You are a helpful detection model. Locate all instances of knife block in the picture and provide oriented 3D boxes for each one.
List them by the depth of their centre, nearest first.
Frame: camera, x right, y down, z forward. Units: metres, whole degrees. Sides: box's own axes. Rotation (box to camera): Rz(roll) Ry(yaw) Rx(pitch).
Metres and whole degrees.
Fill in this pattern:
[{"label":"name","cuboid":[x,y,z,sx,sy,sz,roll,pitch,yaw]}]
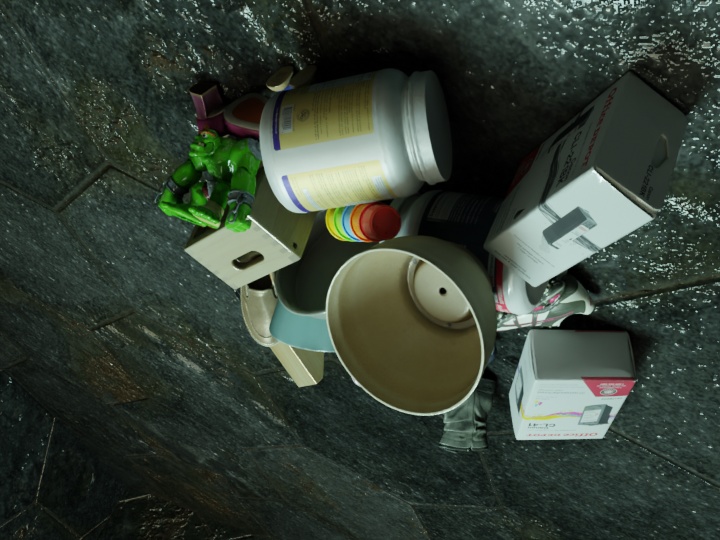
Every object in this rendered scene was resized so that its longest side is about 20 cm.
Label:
[{"label":"knife block","cuboid":[-0.149,0.096,1.451,0.173,0.204,0.064,12,162,-34]}]

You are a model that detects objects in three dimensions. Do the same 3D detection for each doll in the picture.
[{"label":"doll","cuboid":[-0.055,-0.176,1.087,0.135,0.049,0.202,9,141,37]}]

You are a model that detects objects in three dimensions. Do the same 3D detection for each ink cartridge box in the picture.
[{"label":"ink cartridge box","cuboid":[0.235,-0.091,0.869,0.083,0.146,0.200,34,149,-10]},{"label":"ink cartridge box","cuboid":[0.308,0.173,1.210,0.144,0.087,0.202,-1,144,1]}]

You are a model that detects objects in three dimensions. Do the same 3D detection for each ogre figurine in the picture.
[{"label":"ogre figurine","cuboid":[-0.191,-0.119,1.068,0.097,0.122,0.199,26,170,-23]}]

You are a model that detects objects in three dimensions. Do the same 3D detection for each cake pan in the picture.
[{"label":"cake pan","cuboid":[-0.033,-0.016,1.158,0.198,0.203,0.037,0,148,40]}]

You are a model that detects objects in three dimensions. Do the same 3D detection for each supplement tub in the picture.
[{"label":"supplement tub","cuboid":[-0.002,-0.151,0.950,0.196,0.147,0.146,-7,138,19]},{"label":"supplement tub","cuboid":[0.137,-0.028,1.050,0.197,0.142,0.141,10,145,30]}]

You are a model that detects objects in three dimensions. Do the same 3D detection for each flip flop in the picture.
[{"label":"flip flop","cuboid":[0.000,0.000,1.194,0.058,0.199,0.081,49,-173,-37]}]

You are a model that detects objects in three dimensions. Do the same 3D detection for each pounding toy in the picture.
[{"label":"pounding toy","cuboid":[-0.144,-0.076,1.197,0.198,0.186,0.142,-22,129,42]}]

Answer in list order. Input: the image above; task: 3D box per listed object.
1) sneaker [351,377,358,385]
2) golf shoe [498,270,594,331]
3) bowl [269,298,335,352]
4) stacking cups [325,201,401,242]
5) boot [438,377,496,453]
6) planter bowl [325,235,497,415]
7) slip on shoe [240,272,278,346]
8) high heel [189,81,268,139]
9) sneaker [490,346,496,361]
[{"label":"sneaker","cuboid":[0.081,0.169,1.461,0.196,0.089,0.082,8,103,1]},{"label":"golf shoe","cuboid":[0.238,0.058,1.159,0.087,0.078,0.199,32,151,-20]},{"label":"bowl","cuboid":[-0.045,0.045,1.296,0.197,0.200,0.107,12,107,27]},{"label":"stacking cups","cuboid":[0.007,-0.067,1.028,0.060,0.061,0.200,37,172,-14]},{"label":"boot","cuboid":[0.149,0.237,1.375,0.197,0.133,0.067,16,168,-30]},{"label":"planter bowl","cuboid":[0.077,0.044,0.947,0.197,0.134,0.204,15,121,27]},{"label":"slip on shoe","cuboid":[-0.165,0.032,1.360,0.074,0.061,0.204,0,103,1]},{"label":"high heel","cuboid":[-0.160,-0.191,1.112,0.199,0.067,0.097,35,151,44]},{"label":"sneaker","cuboid":[0.132,0.122,1.345,0.198,0.071,0.109,-10,130,44]}]
